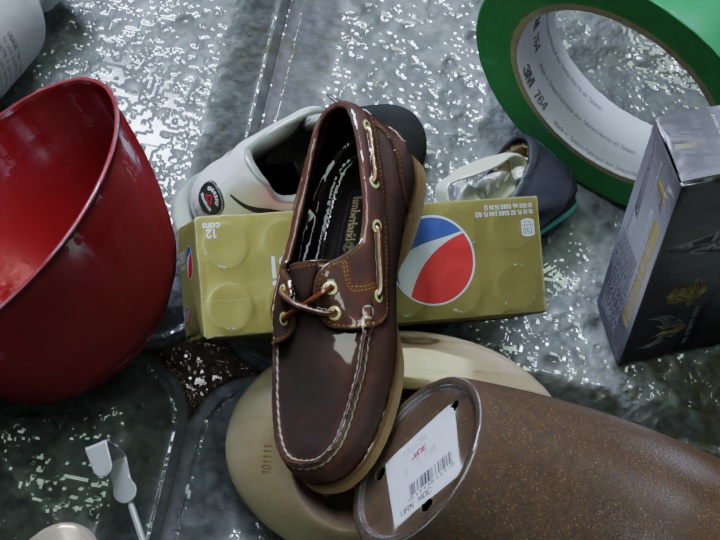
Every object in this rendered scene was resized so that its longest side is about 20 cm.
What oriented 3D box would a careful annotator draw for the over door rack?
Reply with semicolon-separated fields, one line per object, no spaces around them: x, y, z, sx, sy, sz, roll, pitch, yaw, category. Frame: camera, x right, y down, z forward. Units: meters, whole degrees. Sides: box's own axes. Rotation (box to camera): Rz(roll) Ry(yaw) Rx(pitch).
-0.041;0.162;1.022;0.147;0.067;0.201;-21;86;3;over door rack

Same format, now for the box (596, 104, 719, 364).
0.232;-0.027;1.100;0.157;0.200;0.049;-11;60;-11;box

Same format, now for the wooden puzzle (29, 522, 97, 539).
-0.182;0.253;0.951;0.200;0.037;0.186;-38;63;23;wooden puzzle

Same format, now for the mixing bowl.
-0.179;0.001;1.083;0.199;0.108;0.201;-29;36;23;mixing bowl

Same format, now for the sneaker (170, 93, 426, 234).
-0.015;-0.065;1.139;0.199;0.088;0.074;-27;82;-44;sneaker

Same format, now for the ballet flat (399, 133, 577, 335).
0.053;-0.016;1.152;0.073;0.073;0.200;41;63;17;ballet flat

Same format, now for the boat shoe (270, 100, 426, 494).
-0.016;0.010;0.969;0.070;0.070;0.201;-7;61;27;boat shoe

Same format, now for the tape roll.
0.165;-0.118;1.143;0.200;0.201;0.048;32;63;13;tape roll

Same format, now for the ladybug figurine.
0.024;0.098;1.074;0.198;0.072;0.137;5;100;-1;ladybug figurine

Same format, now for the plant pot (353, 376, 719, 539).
0.100;0.143;0.959;0.200;0.186;0.188;35;58;-26;plant pot

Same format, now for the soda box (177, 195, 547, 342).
0.000;0.000;1.065;0.198;0.064;0.068;-4;87;-14;soda box

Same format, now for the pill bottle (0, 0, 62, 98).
-0.262;-0.151;1.178;0.114;0.115;0.200;30;63;11;pill bottle
